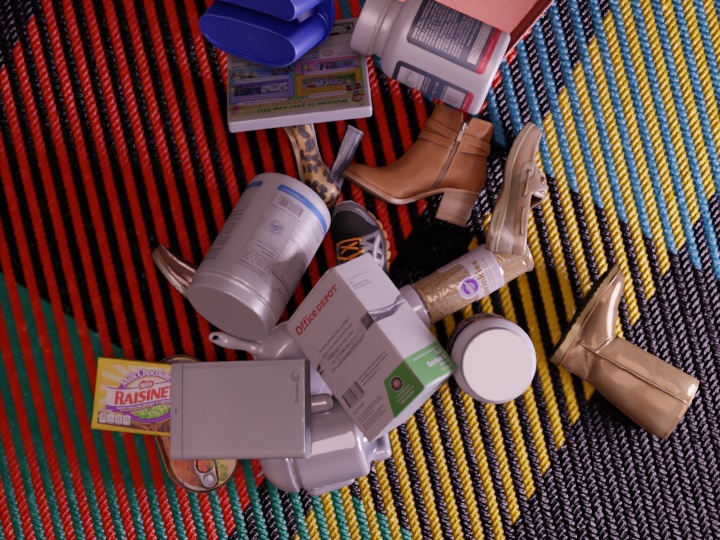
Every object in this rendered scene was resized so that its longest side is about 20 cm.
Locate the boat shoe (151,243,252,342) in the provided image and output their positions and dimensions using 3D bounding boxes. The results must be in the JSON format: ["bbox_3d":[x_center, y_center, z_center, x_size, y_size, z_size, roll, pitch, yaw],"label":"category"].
[{"bbox_3d":[-0.209,0.025,1.706,0.200,0.076,0.072,40,88,-8],"label":"boat shoe"}]

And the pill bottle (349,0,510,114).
[{"bbox_3d":[0.093,-0.306,1.631,0.198,0.120,0.121,24,91,1],"label":"pill bottle"}]

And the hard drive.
[{"bbox_3d":[-0.165,0.191,1.636,0.197,0.027,0.134,-3,81,15],"label":"hard drive"}]

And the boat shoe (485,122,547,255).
[{"bbox_3d":[0.229,-0.112,1.668,0.064,0.071,0.202,14,71,13],"label":"boat shoe"}]

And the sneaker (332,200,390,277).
[{"bbox_3d":[0.000,0.000,1.683,0.078,0.077,0.202,-17,89,29],"label":"sneaker"}]

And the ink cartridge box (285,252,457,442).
[{"bbox_3d":[0.012,0.101,1.587,0.201,0.084,0.146,53,132,13],"label":"ink cartridge box"}]

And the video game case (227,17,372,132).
[{"bbox_3d":[-0.088,-0.275,1.670,0.197,0.022,0.184,-6,53,2],"label":"video game case"}]

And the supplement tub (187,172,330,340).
[{"bbox_3d":[-0.137,-0.021,1.636,0.131,0.132,0.201,28,64,1],"label":"supplement tub"}]

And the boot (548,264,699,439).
[{"bbox_3d":[0.390,0.113,1.692,0.199,0.066,0.176,31,103,2],"label":"boot"}]

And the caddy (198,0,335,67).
[{"bbox_3d":[-0.131,-0.367,1.637,0.198,0.105,0.143,21,135,20],"label":"caddy"}]

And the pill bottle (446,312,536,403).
[{"bbox_3d":[0.178,0.120,1.627,0.115,0.200,0.118,0,90,1],"label":"pill bottle"}]

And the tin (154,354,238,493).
[{"bbox_3d":[-0.241,0.219,1.722,0.111,0.042,0.202,-18,89,6],"label":"tin"}]

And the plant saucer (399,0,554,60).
[{"bbox_3d":[0.149,-0.388,1.705,0.199,0.037,0.200,41,91,1],"label":"plant saucer"}]

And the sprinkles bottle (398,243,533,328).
[{"bbox_3d":[0.145,0.015,1.680,0.199,0.068,0.069,-29,90,-7],"label":"sprinkles bottle"}]

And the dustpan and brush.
[{"bbox_3d":[-0.120,0.119,1.685,0.198,0.057,0.141,14,102,-36],"label":"dustpan and brush"}]

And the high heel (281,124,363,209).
[{"bbox_3d":[-0.109,-0.171,1.699,0.198,0.071,0.144,24,92,-2],"label":"high heel"}]

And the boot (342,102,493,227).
[{"bbox_3d":[0.086,-0.163,1.687,0.198,0.077,0.157,17,93,-1],"label":"boot"}]

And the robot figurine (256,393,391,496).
[{"bbox_3d":[-0.058,0.246,1.679,0.197,0.113,0.171,-13,118,1],"label":"robot figurine"}]

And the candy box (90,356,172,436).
[{"bbox_3d":[-0.279,0.182,1.693,0.197,0.026,0.104,5,86,2],"label":"candy box"}]
